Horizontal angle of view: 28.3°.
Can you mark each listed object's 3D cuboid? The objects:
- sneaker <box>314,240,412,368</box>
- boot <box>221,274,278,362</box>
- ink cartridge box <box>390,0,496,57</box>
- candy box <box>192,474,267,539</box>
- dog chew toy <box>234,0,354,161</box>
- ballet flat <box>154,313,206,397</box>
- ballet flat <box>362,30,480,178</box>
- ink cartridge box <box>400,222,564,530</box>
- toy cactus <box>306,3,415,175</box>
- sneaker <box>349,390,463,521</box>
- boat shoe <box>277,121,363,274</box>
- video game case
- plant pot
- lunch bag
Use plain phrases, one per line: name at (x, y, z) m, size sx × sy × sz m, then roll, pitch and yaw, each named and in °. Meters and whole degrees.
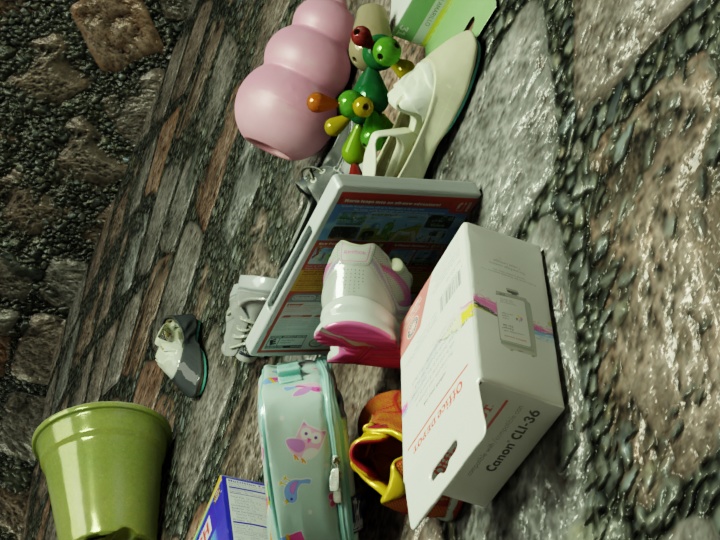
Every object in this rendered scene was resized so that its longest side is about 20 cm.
sneaker at (0.011, 0.029, 1.166) m, size 0.200 × 0.081 × 0.089 m, roll 76°, pitch -161°, yaw -76°
boot at (-0.120, 0.061, 1.675) m, size 0.200 × 0.073 × 0.096 m, roll 147°, pitch 132°, yaw -77°
ink cartridge box at (0.078, -0.273, 1.391) m, size 0.201 × 0.048 × 0.146 m, roll -86°, pitch 21°, yaw -43°
candy box at (-0.127, 0.325, 1.399) m, size 0.200 × 0.077 × 0.170 m, roll -110°, pitch 40°, yaw -65°
dog chew toy at (-0.069, -0.235, 1.708) m, size 0.201 × 0.124 × 0.124 m, roll -66°, pitch 16°, yaw -5°
ballet flat at (-0.263, 0.119, 2.057) m, size 0.200 × 0.073 × 0.073 m, roll -109°, pitch 40°, yaw -63°
ballet flat at (0.046, -0.131, 1.313) m, size 0.070 × 0.069 × 0.201 m, roll -112°, pitch 41°, yaw -65°
ink cartridge box at (0.081, 0.079, 0.993) m, size 0.201 × 0.067 × 0.117 m, roll -89°, pitch 23°, yaw -48°
toy cactus at (0.002, -0.184, 1.396) m, size 0.200 × 0.101 × 0.166 m, roll 89°, pitch -178°, yaw -61°
sneaker at (0.025, 0.131, 1.108) m, size 0.200 × 0.077 × 0.074 m, roll -147°, pitch 73°, yaw -74°
boat shoe at (-0.041, -0.080, 1.542) m, size 0.070 × 0.066 × 0.201 m, roll -148°, pitch 76°, yaw -73°
video game case at (0.000, 0.000, 1.210) m, size 0.201 × 0.142 × 0.018 m, roll -60°, pitch 43°, yaw 37°
plant pot at (-0.356, 0.314, 1.998) m, size 0.201 × 0.199 × 0.185 m, roll 124°, pitch 146°, yaw -43°
lunch bag at (-0.045, 0.153, 1.200) m, size 0.200 × 0.076 × 0.162 m, roll -139°, pitch 45°, yaw -83°
